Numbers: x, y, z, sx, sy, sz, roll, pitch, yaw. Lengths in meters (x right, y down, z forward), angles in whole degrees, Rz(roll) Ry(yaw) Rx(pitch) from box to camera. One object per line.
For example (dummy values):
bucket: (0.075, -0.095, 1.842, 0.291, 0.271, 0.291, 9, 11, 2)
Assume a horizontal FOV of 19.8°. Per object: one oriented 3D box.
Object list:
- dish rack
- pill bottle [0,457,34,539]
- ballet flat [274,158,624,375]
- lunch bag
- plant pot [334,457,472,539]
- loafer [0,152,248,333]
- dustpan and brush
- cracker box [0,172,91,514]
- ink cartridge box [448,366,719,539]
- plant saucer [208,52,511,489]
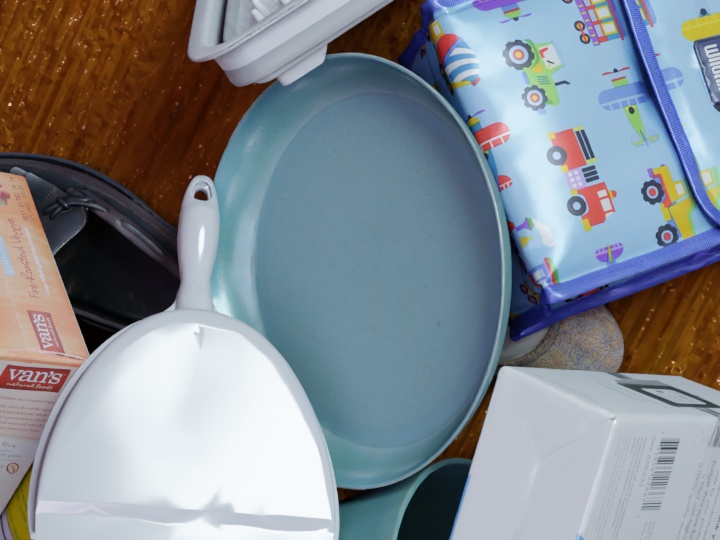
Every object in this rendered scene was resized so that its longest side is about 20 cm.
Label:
dish rack: (0.013, -0.162, 0.972, 0.200, 0.172, 0.044, -31, 115, 15)
pill bottle: (-0.134, 0.143, 1.046, 0.109, 0.109, 0.200, 39, 119, 7)
ballet flat: (0.038, 0.002, 1.022, 0.200, 0.067, 0.068, 31, 102, 9)
lunch bag: (0.140, -0.076, 0.971, 0.200, 0.094, 0.151, -20, 81, -12)
plant pot: (-0.001, 0.205, 0.994, 0.161, 0.200, 0.201, -17, 91, 29)
loafer: (-0.136, -0.007, 1.066, 0.200, 0.063, 0.072, 24, 102, 10)
dustpan and brush: (-0.077, 0.042, 0.955, 0.139, 0.057, 0.200, 5, 71, -8)
cracker box: (-0.214, 0.063, 1.036, 0.200, 0.058, 0.134, -56, 43, 32)
ink cartridge box: (0.129, 0.111, 0.964, 0.067, 0.200, 0.116, 22, 99, 37)
plant saucer: (0.000, 0.000, 0.957, 0.200, 0.027, 0.201, 4, 95, 45)
